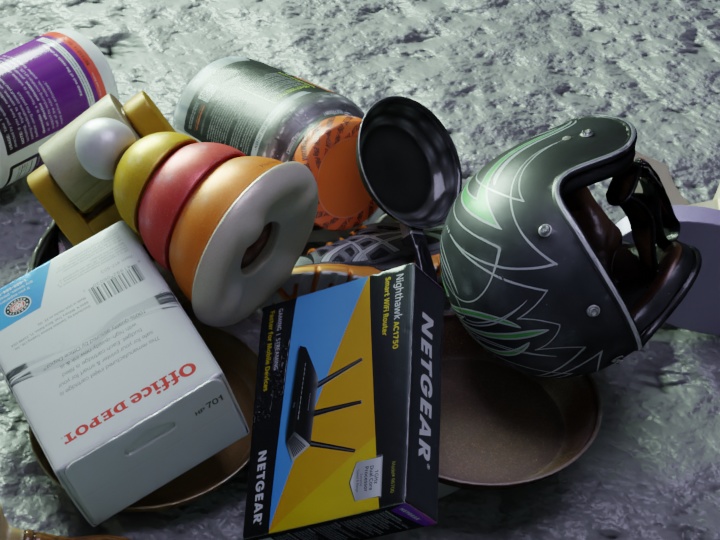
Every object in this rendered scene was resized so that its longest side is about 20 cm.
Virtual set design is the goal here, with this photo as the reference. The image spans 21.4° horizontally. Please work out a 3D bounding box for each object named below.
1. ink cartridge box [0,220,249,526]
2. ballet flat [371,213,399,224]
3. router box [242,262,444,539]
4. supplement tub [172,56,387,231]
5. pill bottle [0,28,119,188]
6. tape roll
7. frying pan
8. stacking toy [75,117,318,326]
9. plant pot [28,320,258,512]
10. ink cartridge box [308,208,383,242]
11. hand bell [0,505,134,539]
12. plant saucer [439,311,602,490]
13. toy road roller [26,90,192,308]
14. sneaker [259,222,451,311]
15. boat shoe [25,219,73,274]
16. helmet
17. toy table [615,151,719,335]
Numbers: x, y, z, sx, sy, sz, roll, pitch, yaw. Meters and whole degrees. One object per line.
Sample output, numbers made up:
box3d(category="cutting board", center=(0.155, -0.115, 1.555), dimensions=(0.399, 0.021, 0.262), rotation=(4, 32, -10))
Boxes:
box3d(category="ink cartridge box", center=(-0.198, 0.077, 1.487), dimensions=(0.146, 0.086, 0.200), rotation=(-30, 50, -9))
box3d(category="ballet flat", center=(0.051, -0.030, 1.692), dimensions=(0.199, 0.071, 0.071), rotation=(-31, 48, -17))
box3d(category="router box", center=(-0.011, 0.107, 1.456), dimensions=(0.148, 0.051, 0.201), rotation=(-17, 54, 30))
box3d(category="supplement tub", center=(-0.068, -0.109, 1.668), dimensions=(0.122, 0.123, 0.200), rotation=(-22, 30, -28))
box3d(category="pill bottle", center=(-0.332, -0.144, 1.795), dimensions=(0.112, 0.113, 0.199), rotation=(32, 46, 30))
box3d(category="tape roll", center=(0.018, 0.111, 1.573), dimensions=(0.201, 0.037, 0.204), rotation=(2, 40, -2))
box3d(category="frying pan", center=(0.052, -0.053, 1.584), dimensions=(0.115, 0.191, 0.031), rotation=(-22, 0, -44))
box3d(category="stacking toy", center=(-0.145, -0.062, 1.516), dimensions=(0.199, 0.147, 0.146), rotation=(34, 47, 21))
box3d(category="plant pot", center=(-0.166, 0.120, 1.534), dimensions=(0.198, 0.028, 0.201), rotation=(-3, 44, 3))
box3d(category="ink cartridge box", center=(-0.054, -0.083, 1.794), dimensions=(0.199, 0.048, 0.160), rotation=(-4, 32, 31))
box3d(category="hand bell", center=(-0.240, 0.204, 1.417), dimensions=(0.198, 0.105, 0.105), rotation=(11, 37, -12))
box3d(category="plant saucer", center=(0.092, 0.111, 1.522), dimensions=(0.198, 0.037, 0.201), rotation=(3, 40, -2))
box3d(category="toy road roller", center=(-0.186, -0.057, 1.650), dimensions=(0.123, 0.201, 0.146), rotation=(-36, 16, 3))
box3d(category="sneaker", center=(0.000, 0.000, 1.611), dimensions=(0.198, 0.079, 0.078), rotation=(-6, 48, -17))
box3d(category="boat shoe", center=(-0.252, -0.020, 1.693), dimensions=(0.066, 0.057, 0.201), rotation=(8, 39, 5))
box3d(category="helmet", center=(0.156, -0.010, 1.500), dimensions=(0.199, 0.201, 0.191), rotation=(29, 59, 28))
box3d(category="toy table", center=(0.303, -0.034, 1.676), dimensions=(0.199, 0.184, 0.118), rotation=(30, 40, -28))
